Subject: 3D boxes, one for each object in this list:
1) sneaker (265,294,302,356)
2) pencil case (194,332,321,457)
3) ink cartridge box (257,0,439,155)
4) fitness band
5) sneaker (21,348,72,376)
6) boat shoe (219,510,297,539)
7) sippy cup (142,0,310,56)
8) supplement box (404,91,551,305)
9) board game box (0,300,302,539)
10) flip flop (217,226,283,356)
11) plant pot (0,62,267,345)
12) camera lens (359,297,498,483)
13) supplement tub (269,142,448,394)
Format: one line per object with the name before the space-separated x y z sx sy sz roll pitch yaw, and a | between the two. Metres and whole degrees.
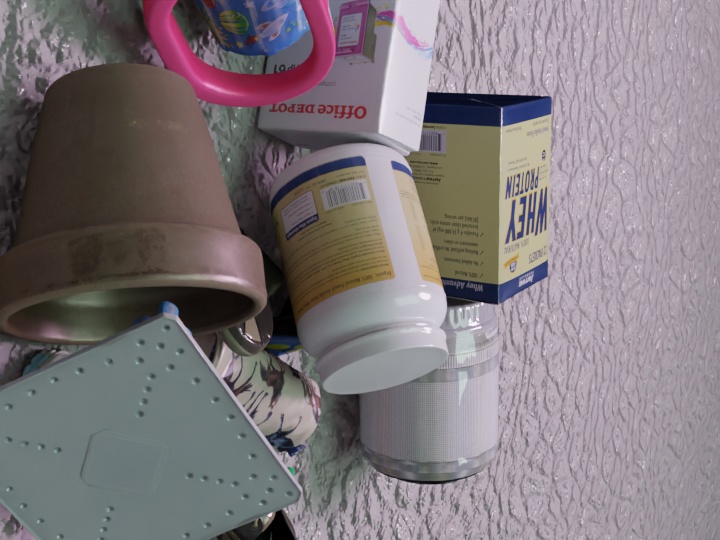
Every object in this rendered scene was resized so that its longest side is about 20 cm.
sneaker | -0.053 0.027 1.132 0.199 0.070 0.084 -38 105 -47
pencil case | -0.113 0.109 1.021 0.090 0.077 0.200 -55 144 -4
ink cartridge box | -0.009 -0.221 1.072 0.084 0.142 0.204 12 85 -58
fitness band | -0.093 -0.192 0.886 0.200 0.141 0.038 69 10 -68
sneaker | -0.198 0.155 0.877 0.078 0.085 0.202 -53 138 -39
boat shoe | -0.109 0.216 1.051 0.075 0.072 0.201 -63 143 -31
sippy cup | -0.096 -0.261 0.946 0.131 0.174 0.141 76 7 -49
supplement box | 0.094 -0.087 1.217 0.134 0.197 0.204 -21 114 -55
board game box | -0.171 0.132 0.810 0.026 0.197 0.201 -99 162 -54
flip flop | -0.112 0.018 0.975 0.081 0.057 0.201 46 18 -23
plant pot | -0.172 -0.050 0.814 0.199 0.197 0.178 14 66 -59
camera lens | 0.077 0.125 1.249 0.159 0.158 0.204 -19 112 -56
supplement tub | 0.000 0.000 1.037 0.144 0.143 0.203 22 49 -58
